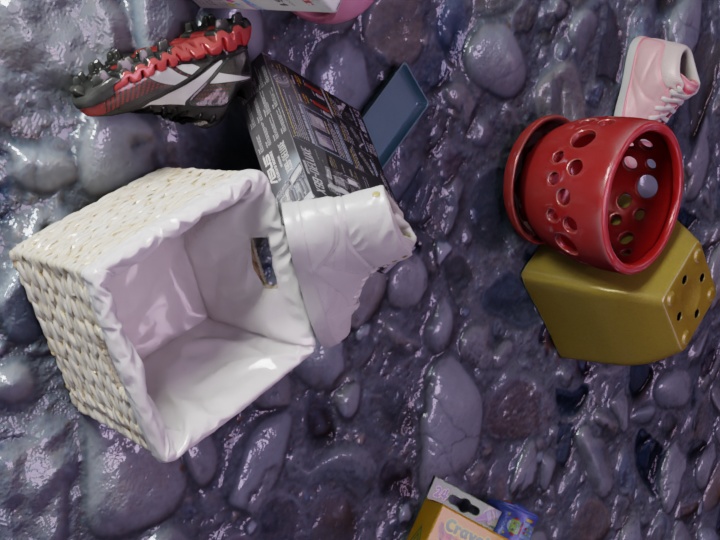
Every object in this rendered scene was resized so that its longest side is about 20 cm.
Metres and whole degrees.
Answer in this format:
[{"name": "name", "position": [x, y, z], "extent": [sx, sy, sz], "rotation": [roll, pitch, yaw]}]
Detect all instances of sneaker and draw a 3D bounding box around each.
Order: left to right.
[{"name": "sneaker", "position": [-0.174, -0.169, 0.990], "extent": [0.200, 0.071, 0.099], "rotation": [-31, 119, -39]}, {"name": "sneaker", "position": [0.000, 0.000, 0.995], "extent": [0.115, 0.074, 0.201], "rotation": [-13, 145, -1]}, {"name": "sneaker", "position": [0.443, -0.245, 1.589], "extent": [0.075, 0.104, 0.202], "rotation": [-2, 102, -48]}]

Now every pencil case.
[{"name": "pencil case", "position": [0.183, 0.423, 1.506], "extent": [0.078, 0.087, 0.201], "rotation": [24, 79, -5]}]

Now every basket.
[{"name": "basket", "position": [-0.175, 0.026, 0.974], "extent": [0.200, 0.160, 0.199], "rotation": [-35, 123, -34]}]

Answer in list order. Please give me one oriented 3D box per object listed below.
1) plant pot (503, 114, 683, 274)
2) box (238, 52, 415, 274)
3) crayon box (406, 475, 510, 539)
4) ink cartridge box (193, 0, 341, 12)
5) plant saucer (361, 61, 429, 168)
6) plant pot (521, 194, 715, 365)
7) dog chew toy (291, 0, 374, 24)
[{"name": "plant pot", "position": [0.302, -0.107, 1.420], "extent": [0.200, 0.182, 0.202], "rotation": [-13, 109, -44]}, {"name": "box", "position": [-0.037, -0.107, 1.073], "extent": [0.050, 0.201, 0.157], "rotation": [-38, 143, 25]}, {"name": "crayon box", "position": [0.116, 0.393, 1.418], "extent": [0.125, 0.051, 0.201], "rotation": [31, 76, -22]}, {"name": "ink cartridge box", "position": [-0.112, -0.300, 0.928], "extent": [0.144, 0.199, 0.085], "rotation": [33, 76, -45]}, {"name": "plant saucer", "position": [0.009, -0.146, 1.226], "extent": [0.201, 0.019, 0.070], "rotation": [-56, 133, -22]}, {"name": "plant pot", "position": [0.386, 0.017, 1.526], "extent": [0.195, 0.199, 0.196], "rotation": [-52, 131, -23]}, {"name": "dog chew toy", "position": [-0.016, -0.350, 1.079], "extent": [0.125, 0.124, 0.201], "rotation": [44, 61, -43]}]
